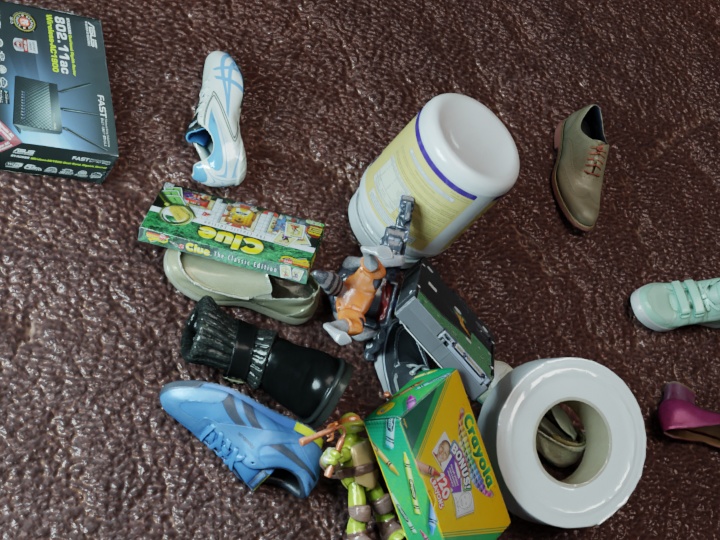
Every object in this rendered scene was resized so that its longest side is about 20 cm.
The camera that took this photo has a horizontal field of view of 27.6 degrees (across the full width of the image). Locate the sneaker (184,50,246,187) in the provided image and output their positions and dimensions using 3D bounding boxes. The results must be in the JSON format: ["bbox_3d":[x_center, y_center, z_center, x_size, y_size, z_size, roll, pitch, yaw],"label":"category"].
[{"bbox_3d":[-0.179,-0.191,1.795,0.071,0.072,0.202,7,54,-20],"label":"sneaker"}]

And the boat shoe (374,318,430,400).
[{"bbox_3d":[0.064,0.142,1.745,0.071,0.068,0.202,13,55,-27],"label":"boat shoe"}]

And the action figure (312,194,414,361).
[{"bbox_3d":[0.000,0.000,1.725,0.103,0.193,0.203,14,88,0],"label":"action figure"}]

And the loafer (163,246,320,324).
[{"bbox_3d":[-0.131,0.003,1.700,0.198,0.068,0.077,16,54,-26],"label":"loafer"}]

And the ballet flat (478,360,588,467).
[{"bbox_3d":[0.206,0.163,1.832,0.200,0.062,0.068,41,45,-5],"label":"ballet flat"}]

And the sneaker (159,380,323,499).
[{"bbox_3d":[-0.130,0.185,1.588,0.198,0.066,0.079,27,53,-17],"label":"sneaker"}]

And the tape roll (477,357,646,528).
[{"bbox_3d":[0.242,0.207,1.765,0.199,0.071,0.206,2,84,-18],"label":"tape roll"}]

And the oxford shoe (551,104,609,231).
[{"bbox_3d":[0.320,-0.152,2.103,0.070,0.075,0.202,16,54,-26],"label":"oxford shoe"}]

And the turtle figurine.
[{"bbox_3d":[-0.005,0.228,1.625,0.199,0.064,0.164,-9,86,-58],"label":"turtle figurine"}]

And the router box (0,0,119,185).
[{"bbox_3d":[-0.365,-0.206,1.680,0.148,0.062,0.202,6,59,-33],"label":"router box"}]

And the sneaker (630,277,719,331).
[{"bbox_3d":[0.479,0.030,2.065,0.198,0.118,0.075,1,62,-32],"label":"sneaker"}]

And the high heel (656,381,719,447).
[{"bbox_3d":[0.487,0.230,1.976,0.198,0.068,0.097,25,39,1],"label":"high heel"}]

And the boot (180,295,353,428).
[{"bbox_3d":[-0.108,0.097,1.586,0.157,0.211,0.080,31,80,-19],"label":"boot"}]

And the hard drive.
[{"bbox_3d":[0.102,0.066,1.742,0.140,0.038,0.200,47,13,-7],"label":"hard drive"}]

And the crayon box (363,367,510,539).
[{"bbox_3d":[0.087,0.226,1.636,0.118,0.058,0.202,-35,110,-46],"label":"crayon box"}]

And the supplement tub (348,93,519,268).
[{"bbox_3d":[0.087,-0.107,1.824,0.144,0.200,0.147,22,47,-25],"label":"supplement tub"}]

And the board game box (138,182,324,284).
[{"bbox_3d":[-0.146,-0.044,1.687,0.197,0.024,0.105,14,37,2],"label":"board game box"}]
